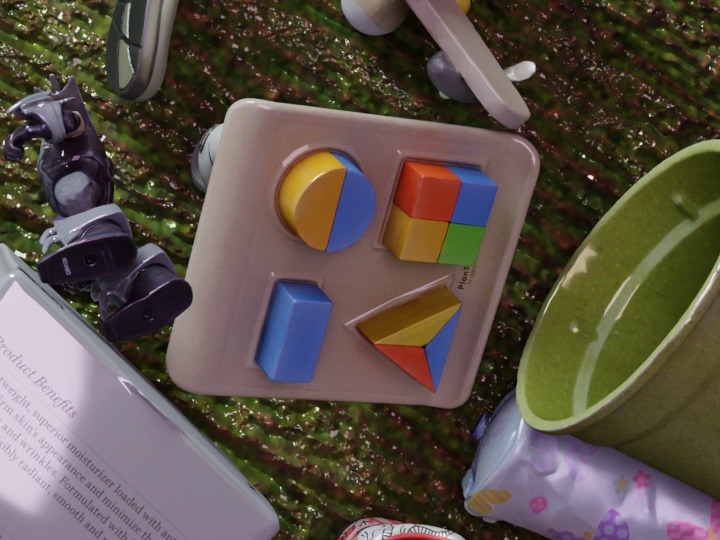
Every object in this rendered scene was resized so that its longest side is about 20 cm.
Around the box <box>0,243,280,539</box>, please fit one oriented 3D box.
[{"bbox_3d":[-0.170,0.103,1.095,0.199,0.200,0.131,45,85,-13],"label":"box"}]

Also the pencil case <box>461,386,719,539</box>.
[{"bbox_3d":[0.163,0.148,1.219,0.199,0.083,0.091,26,88,-6],"label":"pencil case"}]

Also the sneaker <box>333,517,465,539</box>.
[{"bbox_3d":[0.080,0.203,1.188,0.200,0.108,0.068,20,82,-7],"label":"sneaker"}]

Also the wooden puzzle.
[{"bbox_3d":[0.000,0.000,1.165,0.199,0.046,0.186,7,112,-24],"label":"wooden puzzle"}]

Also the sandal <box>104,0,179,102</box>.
[{"bbox_3d":[-0.110,-0.200,1.218,0.057,0.080,0.202,13,89,-25],"label":"sandal"}]

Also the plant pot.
[{"bbox_3d":[0.225,0.058,1.155,0.184,0.200,0.201,36,81,-15],"label":"plant pot"}]

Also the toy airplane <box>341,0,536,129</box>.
[{"bbox_3d":[0.025,-0.191,1.198,0.198,0.141,0.201,24,49,-18],"label":"toy airplane"}]

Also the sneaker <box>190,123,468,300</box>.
[{"bbox_3d":[-0.011,-0.031,1.206,0.199,0.088,0.074,25,80,-7],"label":"sneaker"}]

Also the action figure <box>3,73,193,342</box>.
[{"bbox_3d":[-0.163,-0.036,1.137,0.069,0.200,0.130,-29,122,-5],"label":"action figure"}]
